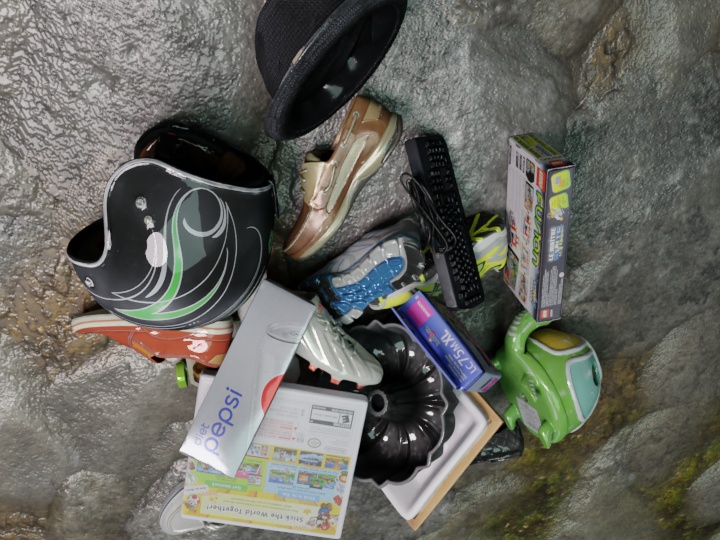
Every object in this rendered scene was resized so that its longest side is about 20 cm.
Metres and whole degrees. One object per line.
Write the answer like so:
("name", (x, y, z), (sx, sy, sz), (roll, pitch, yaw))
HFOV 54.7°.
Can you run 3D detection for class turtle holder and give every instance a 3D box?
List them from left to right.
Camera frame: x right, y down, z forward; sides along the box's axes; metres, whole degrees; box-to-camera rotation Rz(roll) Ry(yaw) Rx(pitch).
("turtle holder", (0.254, 0.136, 0.968), (0.130, 0.141, 0.188), (-28, 82, -15))

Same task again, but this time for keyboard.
("keyboard", (0.102, -0.055, 0.788), (0.103, 0.039, 0.204), (-17, 92, -47))

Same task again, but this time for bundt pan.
("bundt pan", (0.040, 0.168, 0.891), (0.075, 0.202, 0.203), (9, 121, -55))

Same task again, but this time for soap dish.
("soap dish", (0.091, 0.219, 0.947), (0.080, 0.158, 0.202), (10, 120, -51))

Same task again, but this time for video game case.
("video game case", (-0.103, 0.220, 0.822), (0.195, 0.023, 0.186), (10, 103, -7))

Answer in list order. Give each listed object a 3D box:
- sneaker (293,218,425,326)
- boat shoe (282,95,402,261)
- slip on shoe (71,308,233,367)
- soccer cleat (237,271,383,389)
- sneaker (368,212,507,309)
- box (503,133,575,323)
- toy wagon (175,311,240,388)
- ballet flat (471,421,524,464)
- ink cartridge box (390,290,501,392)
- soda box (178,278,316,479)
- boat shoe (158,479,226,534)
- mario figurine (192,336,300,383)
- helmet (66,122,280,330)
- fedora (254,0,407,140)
("sneaker", (0.000, 0.000, 0.851), (0.198, 0.087, 0.075), (-26, 117, 28))
("boat shoe", (-0.034, -0.107, 0.786), (0.073, 0.076, 0.201), (32, 104, -17))
("slip on shoe", (-0.240, 0.075, 0.793), (0.195, 0.074, 0.063), (5, 97, 10))
("soccer cleat", (-0.051, 0.073, 0.824), (0.197, 0.069, 0.079), (28, 99, -12))
("sneaker", (0.101, 0.006, 0.877), (0.197, 0.076, 0.077), (-25, 121, 2))
("box", (0.215, -0.051, 0.855), (0.034, 0.111, 0.204), (-9, 120, -9))
("toy wagon", (-0.159, 0.109, 0.884), (0.152, 0.040, 0.204), (-8, 120, -10))
("ballet flat", (0.152, 0.268, 1.055), (0.195, 0.058, 0.067), (-5, 162, -11))
("ink cartridge box", (0.109, 0.088, 0.839), (0.042, 0.120, 0.199), (-41, 160, 10))
("soda box", (-0.119, 0.113, 0.754), (0.067, 0.063, 0.203), (27, 86, -5))
("boat shoe", (-0.202, 0.322, 0.965), (0.198, 0.070, 0.071), (-32, 119, 10))
("mario figurine", (-0.127, 0.174, 0.877), (0.122, 0.106, 0.202), (-12, 117, 36))
("helmet", (-0.190, -0.034, 0.715), (0.196, 0.201, 0.194), (15, 113, -22))
("fedora", (-0.045, -0.228, 0.688), (0.200, 0.200, 0.092), (-44, 84, 11))
